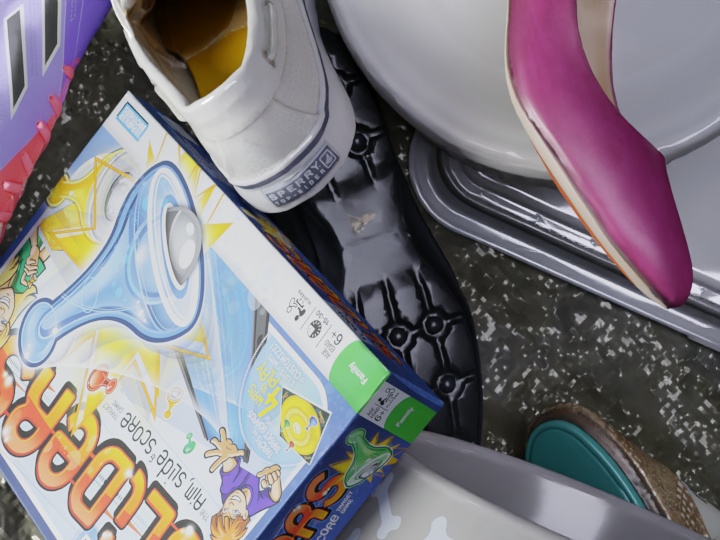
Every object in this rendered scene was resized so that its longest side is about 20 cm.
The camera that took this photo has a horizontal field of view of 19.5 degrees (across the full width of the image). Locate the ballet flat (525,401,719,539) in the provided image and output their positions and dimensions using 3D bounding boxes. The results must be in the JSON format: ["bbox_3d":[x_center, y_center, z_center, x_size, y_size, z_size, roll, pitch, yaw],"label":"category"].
[{"bbox_3d":[0.135,0.139,0.875,0.065,0.070,0.201,-27,91,-41],"label":"ballet flat"}]

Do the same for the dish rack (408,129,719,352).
[{"bbox_3d":[0.135,-0.070,0.906,0.199,0.044,0.173,23,79,-7],"label":"dish rack"}]

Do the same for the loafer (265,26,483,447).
[{"bbox_3d":[0.000,0.000,0.853,0.068,0.070,0.202,-19,92,-11],"label":"loafer"}]

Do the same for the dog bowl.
[{"bbox_3d":[0.076,0.115,0.754,0.199,0.200,0.059,21,94,-9],"label":"dog bowl"}]

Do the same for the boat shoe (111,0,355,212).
[{"bbox_3d":[-0.061,-0.102,0.797,0.071,0.201,0.070,-36,128,12],"label":"boat shoe"}]

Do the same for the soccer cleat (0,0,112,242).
[{"bbox_3d":[-0.151,-0.044,0.821,0.073,0.068,0.200,37,80,16],"label":"soccer cleat"}]

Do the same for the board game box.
[{"bbox_3d":[-0.072,0.039,0.762,0.136,0.200,0.034,-52,136,6],"label":"board game box"}]

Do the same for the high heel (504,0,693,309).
[{"bbox_3d":[0.091,-0.089,0.739,0.096,0.067,0.201,-29,74,7],"label":"high heel"}]

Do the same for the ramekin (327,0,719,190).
[{"bbox_3d":[0.083,-0.125,0.834,0.200,0.094,0.204,-1,77,2],"label":"ramekin"}]
